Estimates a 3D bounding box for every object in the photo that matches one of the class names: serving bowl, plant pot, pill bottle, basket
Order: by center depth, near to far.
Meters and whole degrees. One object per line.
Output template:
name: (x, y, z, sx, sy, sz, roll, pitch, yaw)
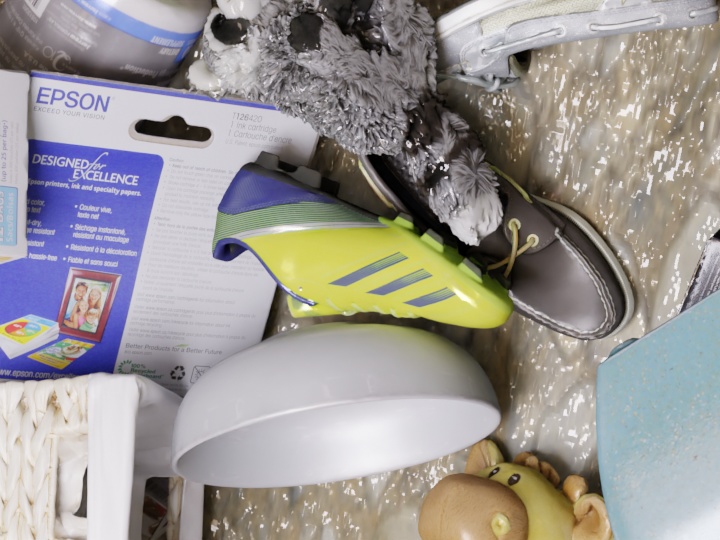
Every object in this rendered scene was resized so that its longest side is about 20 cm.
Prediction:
plant pot: (0.237, 0.102, 1.458, 0.196, 0.196, 0.200, -34, 81, 23)
serving bowl: (-0.018, 0.074, 1.598, 0.199, 0.200, 0.066, -15, 72, 22)
basket: (-0.173, 0.138, 1.610, 0.123, 0.200, 0.136, 0, 80, 8)
pill bottle: (-0.186, -0.110, 1.641, 0.114, 0.114, 0.200, 37, 112, 8)

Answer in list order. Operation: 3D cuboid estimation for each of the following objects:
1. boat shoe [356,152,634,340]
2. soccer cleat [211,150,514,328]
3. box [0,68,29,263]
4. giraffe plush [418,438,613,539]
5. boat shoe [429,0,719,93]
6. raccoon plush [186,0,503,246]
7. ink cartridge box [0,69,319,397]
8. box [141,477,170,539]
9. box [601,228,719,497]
boat shoe: (0.076, -0.025, 1.598, 0.201, 0.061, 0.072, 41, 112, 6)
soccer cleat: (0.000, 0.000, 1.566, 0.200, 0.065, 0.084, 26, 90, 26)
box: (-0.281, -0.052, 1.569, 0.200, 0.101, 0.113, -13, 75, 56)
giraffe plush: (0.076, 0.190, 1.600, 0.172, 0.200, 0.163, 23, 96, 18)
boat shoe: (0.108, -0.140, 1.554, 0.201, 0.074, 0.065, -21, 91, 16)
raccoon plush: (-0.020, -0.087, 1.548, 0.134, 0.097, 0.201, -20, 94, 49)
ink cartridge box: (-0.138, -0.022, 1.620, 0.197, 0.047, 0.201, 6, 108, -28)
box: (-0.204, 0.106, 1.740, 0.200, 0.041, 0.039, 36, 111, 7)
box: (0.263, 0.102, 1.571, 0.198, 0.050, 0.201, 24, 110, 12)
